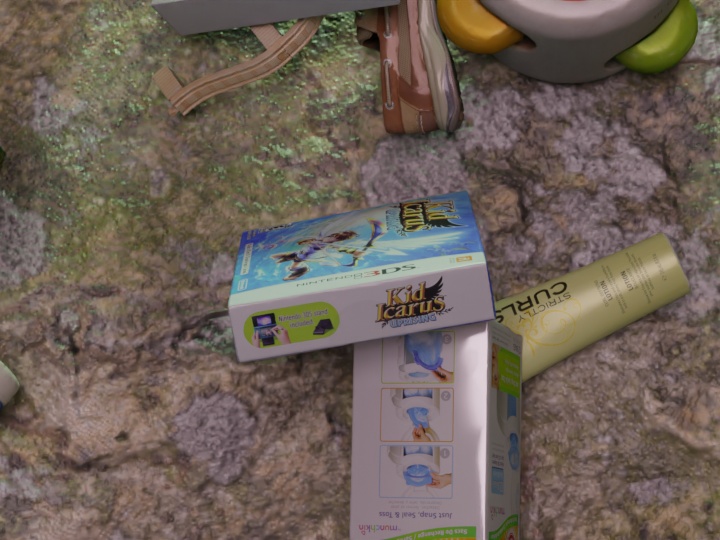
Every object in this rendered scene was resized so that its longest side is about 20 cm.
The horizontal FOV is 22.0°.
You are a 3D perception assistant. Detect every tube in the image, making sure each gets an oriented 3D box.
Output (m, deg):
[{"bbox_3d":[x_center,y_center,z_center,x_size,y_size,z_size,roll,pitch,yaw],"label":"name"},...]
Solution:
[{"bbox_3d":[0.150,0.037,1.398,0.199,0.052,0.058,-25,37,5],"label":"tube"}]

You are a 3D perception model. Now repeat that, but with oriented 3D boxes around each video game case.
[{"bbox_3d":[0.000,0.000,1.343,0.180,0.200,0.046,-9,107,2],"label":"video game case"}]

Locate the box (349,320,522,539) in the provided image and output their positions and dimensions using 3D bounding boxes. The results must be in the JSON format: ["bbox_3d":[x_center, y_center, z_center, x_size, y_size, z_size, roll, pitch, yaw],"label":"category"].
[{"bbox_3d":[0.056,0.140,1.333,0.101,0.112,0.202,-1,80,17],"label":"box"}]

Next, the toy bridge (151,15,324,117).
[{"bbox_3d":[-0.075,-0.188,1.452,0.200,0.027,0.067,-42,53,4],"label":"toy bridge"}]

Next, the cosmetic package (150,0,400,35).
[{"bbox_3d":[-0.056,-0.268,1.433,0.199,0.052,0.152,-4,62,28],"label":"cosmetic package"}]

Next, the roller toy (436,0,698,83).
[{"bbox_3d":[0.159,-0.248,1.414,0.198,0.140,0.184,0,77,5],"label":"roller toy"}]

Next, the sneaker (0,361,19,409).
[{"bbox_3d":[-0.371,0.072,1.415,0.199,0.077,0.111,36,73,5],"label":"sneaker"}]

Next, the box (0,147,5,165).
[{"bbox_3d":[-0.401,-0.090,1.396,0.199,0.193,0.123,18,79,8],"label":"box"}]

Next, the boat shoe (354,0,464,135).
[{"bbox_3d":[0.028,-0.199,1.449,0.071,0.076,0.201,-13,72,8],"label":"boat shoe"}]
